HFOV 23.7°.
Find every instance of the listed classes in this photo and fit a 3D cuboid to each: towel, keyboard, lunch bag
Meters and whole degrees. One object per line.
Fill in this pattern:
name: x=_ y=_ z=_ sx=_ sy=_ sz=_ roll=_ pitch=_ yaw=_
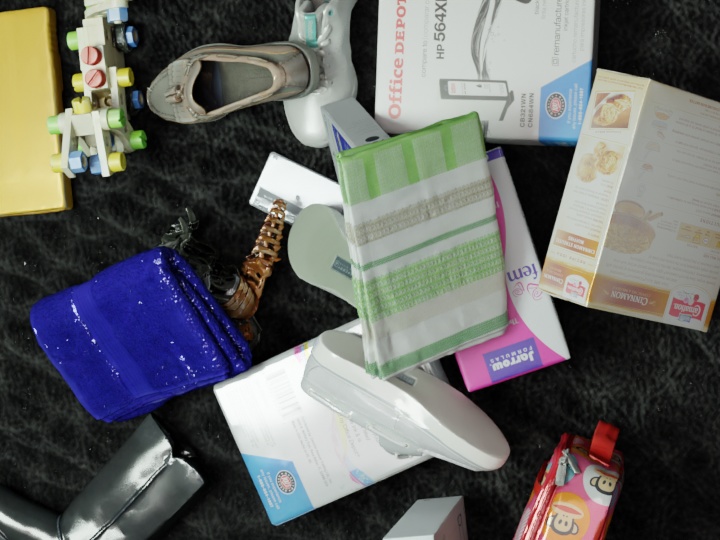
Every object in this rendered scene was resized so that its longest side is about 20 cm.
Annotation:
towel: x=0.053 y=-0.021 z=1.456 sx=0.149 sy=0.031 sz=0.201 roll=-20 pitch=111 yaw=-28
keyboard: x=-0.010 y=-0.047 z=1.648 sx=0.199 sy=0.011 sz=0.057 roll=26 pitch=92 yaw=9
towel: x=-0.210 y=0.067 z=1.601 sx=0.199 sy=0.050 sz=0.148 roll=-23 pitch=112 yaw=38
lunch bag: x=0.187 y=0.218 z=1.519 sx=0.081 sy=0.200 sz=0.177 roll=21 pitch=93 yaw=9

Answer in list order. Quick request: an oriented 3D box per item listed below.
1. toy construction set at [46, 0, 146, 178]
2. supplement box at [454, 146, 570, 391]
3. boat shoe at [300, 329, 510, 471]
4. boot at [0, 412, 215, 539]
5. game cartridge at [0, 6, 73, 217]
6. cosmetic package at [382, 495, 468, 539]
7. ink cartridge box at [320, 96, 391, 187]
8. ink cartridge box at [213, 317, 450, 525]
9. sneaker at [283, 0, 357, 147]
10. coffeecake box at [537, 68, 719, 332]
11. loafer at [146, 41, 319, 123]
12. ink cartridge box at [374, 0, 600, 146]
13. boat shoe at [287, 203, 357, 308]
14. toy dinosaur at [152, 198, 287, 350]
toy construction set: x=-0.247 y=-0.187 z=1.627 sx=0.091 sy=0.131 sz=0.201 roll=9 pitch=94 yaw=13
supplement box: x=0.114 y=-0.001 z=1.572 sx=0.101 sy=0.103 sz=0.201 roll=-19 pitch=90 yaw=5
boat shoe: x=0.036 y=0.131 z=1.533 sx=0.199 sy=0.072 sz=0.069 roll=28 pitch=117 yaw=2
boot: x=-0.264 y=0.213 z=1.679 sx=0.200 sy=0.066 sz=0.165 roll=-44 pitch=91 yaw=13
game cartridge: x=-0.378 y=-0.152 z=1.710 sx=0.175 sy=0.032 sz=0.202 roll=-5 pitch=89 yaw=12
cosmetic package: x=0.066 y=0.295 z=1.546 sx=0.051 sy=0.200 sz=0.152 roll=-8 pitch=91 yaw=11
ink cartridge box: x=0.011 y=-0.081 z=1.533 sx=0.039 sy=0.200 sz=0.100 roll=-16 pitch=115 yaw=-7
ink cartridge box: x=-0.015 y=0.130 z=1.615 sx=0.199 sy=0.085 sz=0.145 roll=-25 pitch=88 yaw=12
sneaker: x=-0.041 y=-0.217 z=1.606 sx=0.075 sy=0.088 sz=0.201 roll=7 pitch=94 yaw=10
coffeecake box: x=0.258 y=-0.060 z=1.516 sx=0.073 sy=0.153 sz=0.201 roll=22 pitch=98 yaw=54
loafer: x=-0.132 y=-0.176 z=1.604 sx=0.199 sy=0.063 sz=0.072 roll=-6 pitch=100 yaw=36
ink cartridge box: x=0.116 y=-0.191 z=1.576 sx=0.199 sy=0.084 sz=0.147 roll=3 pitch=93 yaw=11
boat shoe: x=0.001 y=-0.001 z=1.576 sx=0.201 sy=0.071 sz=0.070 roll=37 pitch=101 yaw=54
toy dinosaur: x=-0.140 y=0.014 z=1.649 sx=0.135 sy=0.102 sz=0.200 roll=37 pitch=81 yaw=-7
